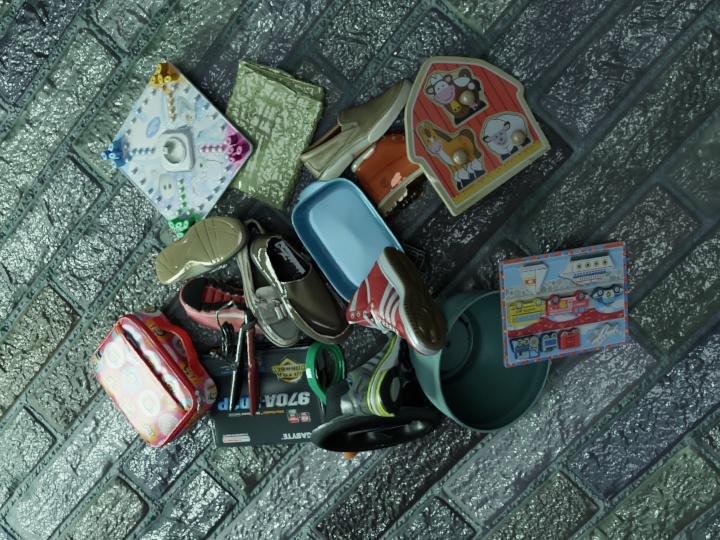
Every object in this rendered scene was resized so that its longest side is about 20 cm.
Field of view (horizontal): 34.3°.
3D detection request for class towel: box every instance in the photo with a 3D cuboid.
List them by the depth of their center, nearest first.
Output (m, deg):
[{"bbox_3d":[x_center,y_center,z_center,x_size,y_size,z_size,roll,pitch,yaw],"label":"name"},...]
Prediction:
[{"bbox_3d":[-0.141,-0.203,1.743,0.148,0.036,0.200,24,109,10],"label":"towel"}]

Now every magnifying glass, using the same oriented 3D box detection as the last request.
[{"bbox_3d":[-0.039,0.199,1.800,0.022,0.080,0.200,-3,114,35],"label":"magnifying glass"}]

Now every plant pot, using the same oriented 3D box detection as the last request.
[{"bbox_3d":[0.153,0.116,1.659,0.134,0.200,0.201,16,114,57],"label":"plant pot"}]

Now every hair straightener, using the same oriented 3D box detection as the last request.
[{"bbox_3d":[-0.194,0.130,1.768,0.077,0.041,0.200,7,122,11],"label":"hair straightener"}]

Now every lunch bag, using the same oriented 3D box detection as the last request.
[{"bbox_3d":[-0.320,0.161,1.845,0.200,0.082,0.176,50,123,12],"label":"lunch bag"}]

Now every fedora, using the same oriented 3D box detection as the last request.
[{"bbox_3d":[0.019,0.206,1.749,0.200,0.201,0.092,-20,64,21],"label":"fedora"}]

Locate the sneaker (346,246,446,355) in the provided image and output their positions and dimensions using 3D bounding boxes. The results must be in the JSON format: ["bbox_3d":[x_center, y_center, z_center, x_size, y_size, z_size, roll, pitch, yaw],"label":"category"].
[{"bbox_3d":[0.046,0.070,1.598,0.071,0.200,0.113,21,120,-32],"label":"sneaker"}]

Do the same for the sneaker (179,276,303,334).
[{"bbox_3d":[-0.181,0.064,1.815,0.200,0.074,0.087,14,153,-1],"label":"sneaker"}]

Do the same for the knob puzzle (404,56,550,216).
[{"bbox_3d":[0.148,-0.206,1.596,0.219,0.030,0.220,0,88,-15],"label":"knob puzzle"}]

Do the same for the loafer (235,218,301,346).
[{"bbox_3d":[-0.142,0.017,1.751,0.072,0.063,0.200,-19,77,-16],"label":"loafer"}]

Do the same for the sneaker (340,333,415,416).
[{"bbox_3d":[0.024,0.146,1.665,0.081,0.200,0.074,-10,107,19],"label":"sneaker"}]

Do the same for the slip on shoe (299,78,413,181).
[{"bbox_3d":[-0.007,-0.209,1.678,0.061,0.076,0.200,40,119,-14],"label":"slip on shoe"}]

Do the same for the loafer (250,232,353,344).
[{"bbox_3d":[-0.087,0.027,1.694,0.073,0.071,0.200,-44,90,-14],"label":"loafer"}]

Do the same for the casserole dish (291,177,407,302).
[{"bbox_3d":[-0.011,-0.045,1.685,0.121,0.039,0.200,-34,94,21],"label":"casserole dish"}]

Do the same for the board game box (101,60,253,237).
[{"bbox_3d":[-0.284,-0.181,1.771,0.200,0.026,0.200,46,119,11],"label":"board game box"}]

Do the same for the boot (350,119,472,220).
[{"bbox_3d":[0.075,-0.176,1.666,0.200,0.075,0.107,-41,76,16],"label":"boot"}]

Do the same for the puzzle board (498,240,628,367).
[{"bbox_3d":[0.286,0.047,1.620,0.200,0.017,0.151,-9,104,-20],"label":"puzzle board"}]

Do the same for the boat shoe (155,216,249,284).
[{"bbox_3d":[-0.233,-0.032,1.778,0.200,0.065,0.072,-28,76,38],"label":"boat shoe"}]

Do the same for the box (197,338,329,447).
[{"bbox_3d":[-0.146,0.194,1.839,0.200,0.046,0.159,-5,102,19],"label":"box"}]

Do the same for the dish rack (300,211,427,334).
[{"bbox_3d":[0.000,0.000,1.743,0.200,0.055,0.154,23,111,9],"label":"dish rack"}]
